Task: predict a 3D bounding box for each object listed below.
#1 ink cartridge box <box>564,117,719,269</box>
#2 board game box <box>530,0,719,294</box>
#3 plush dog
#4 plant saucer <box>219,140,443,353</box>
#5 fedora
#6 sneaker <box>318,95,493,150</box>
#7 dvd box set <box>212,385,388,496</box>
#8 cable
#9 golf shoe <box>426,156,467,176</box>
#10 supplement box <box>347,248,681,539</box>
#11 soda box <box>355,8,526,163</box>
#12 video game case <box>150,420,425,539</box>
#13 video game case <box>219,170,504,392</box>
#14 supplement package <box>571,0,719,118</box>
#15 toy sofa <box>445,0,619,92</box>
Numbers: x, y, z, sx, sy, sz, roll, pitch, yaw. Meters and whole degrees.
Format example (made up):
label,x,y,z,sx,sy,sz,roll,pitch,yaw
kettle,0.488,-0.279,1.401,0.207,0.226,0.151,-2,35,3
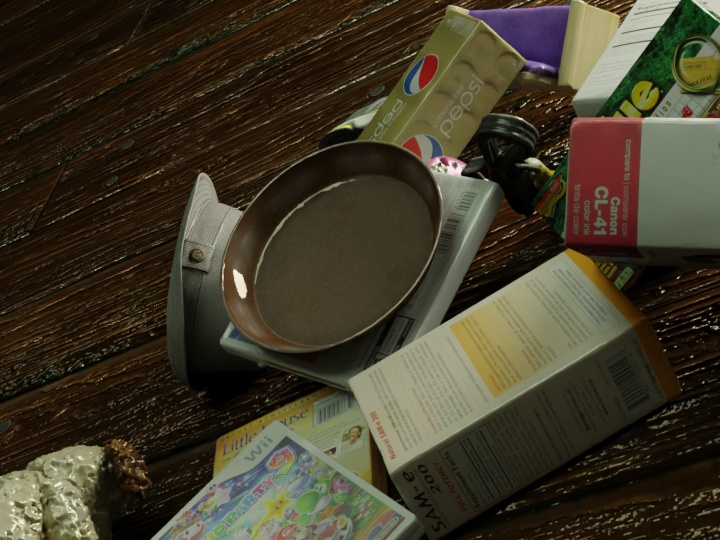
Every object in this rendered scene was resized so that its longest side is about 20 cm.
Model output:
label,x,y,z,sx,sy,sz,roll,pitch,yaw
ink cartridge box,0.239,-0.045,0.791,0.199,0.148,0.086,5,87,19
board game box,0.217,-0.090,0.920,0.105,0.023,0.200,50,121,30
plush dog,-0.254,0.199,0.975,0.200,0.161,0.172,-32,3,30
plant saucer,-0.020,-0.015,1.005,0.199,0.035,0.201,-15,52,21
fedora,-0.109,0.014,1.130,0.090,0.177,0.201,5,52,7
sneaker,0.051,-0.161,1.306,0.199,0.074,0.081,-11,31,31
dvd box set,-0.048,0.172,0.932,0.146,0.029,0.200,-26,30,14
cable,0.118,-0.094,1.002,0.097,0.200,0.051,22,77,23
golf shoe,0.046,-0.003,1.084,0.201,0.075,0.092,-62,7,-29
supplement box,0.103,0.082,0.873,0.199,0.074,0.126,-31,28,1
soda box,0.062,-0.139,1.163,0.200,0.068,0.064,-54,31,4
video game case,-0.061,0.189,0.870,0.143,0.018,0.200,-44,31,-15
video game case,0.000,0.000,1.020,0.182,0.023,0.201,14,66,37
supplement package,0.275,-0.159,1.027,0.109,0.114,0.200,1,44,40
toy sofa,0.151,-0.223,1.242,0.200,0.097,0.083,14,94,54
